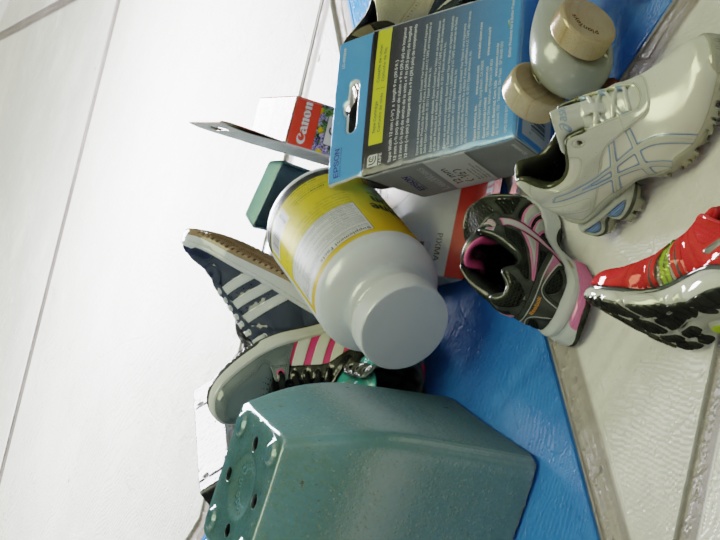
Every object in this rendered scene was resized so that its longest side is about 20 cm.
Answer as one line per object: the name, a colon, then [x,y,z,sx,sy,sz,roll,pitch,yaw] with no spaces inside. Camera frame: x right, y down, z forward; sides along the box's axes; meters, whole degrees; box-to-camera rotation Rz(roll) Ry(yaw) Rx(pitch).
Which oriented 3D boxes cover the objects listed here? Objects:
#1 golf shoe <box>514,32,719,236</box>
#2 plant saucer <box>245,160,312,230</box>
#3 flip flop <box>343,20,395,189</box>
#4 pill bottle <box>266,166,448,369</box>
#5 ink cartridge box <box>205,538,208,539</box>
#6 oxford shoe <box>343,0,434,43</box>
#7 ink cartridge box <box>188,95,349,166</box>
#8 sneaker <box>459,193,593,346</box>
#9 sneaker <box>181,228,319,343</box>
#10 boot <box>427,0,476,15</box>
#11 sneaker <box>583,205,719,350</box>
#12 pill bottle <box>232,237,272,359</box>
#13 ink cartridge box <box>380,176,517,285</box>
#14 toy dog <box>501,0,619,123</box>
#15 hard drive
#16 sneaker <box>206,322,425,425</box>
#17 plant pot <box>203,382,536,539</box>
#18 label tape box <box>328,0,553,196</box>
golf shoe: [0.190,-0.104,1.453,0.200,0.097,0.079,-52,29,39]
plant saucer: [-0.066,-0.070,1.964,0.070,0.019,0.200,-65,-17,4]
flip flop: [0.023,-0.147,1.801,0.058,0.080,0.201,74,-176,-46]
pill bottle: [0.000,0.000,1.709,0.113,0.111,0.200,-65,33,20]
ink cartridge box: [-0.095,0.370,1.739,0.201,0.146,0.146,-65,25,19]
oxford shoe: [0.051,-0.270,1.913,0.201,0.073,0.071,-59,27,33]
ink cartridge box: [-0.055,-0.137,1.907,0.109,0.199,0.051,10,85,67]
sneaker: [0.116,-0.016,1.577,0.081,0.086,0.200,-66,24,12]
sneaker: [-0.098,0.043,1.836,0.109,0.199,0.070,-66,-21,9]
boot: [0.107,-0.293,1.791,0.200,0.076,0.169,-52,33,35]
sneaker: [0.232,0.000,1.339,0.199,0.077,0.085,-12,53,58]
pill bottle: [-0.056,0.029,1.918,0.201,0.111,0.112,-67,24,15]
ink cartridge box: [0.075,-0.071,1.763,0.200,0.057,0.164,162,121,-69]
toy dog: [0.184,-0.194,1.569,0.132,0.096,0.201,-39,26,59]
hard drive: [-0.104,0.200,1.863,0.038,0.140,0.200,-31,23,7]
sneaker: [-0.027,0.108,1.732,0.121,0.199,0.084,-132,24,-54]
plant pot: [-0.010,0.196,1.589,0.196,0.199,0.197,31,105,67]
label tape box: [0.071,-0.145,1.700,0.199,0.066,0.144,-13,61,37]
